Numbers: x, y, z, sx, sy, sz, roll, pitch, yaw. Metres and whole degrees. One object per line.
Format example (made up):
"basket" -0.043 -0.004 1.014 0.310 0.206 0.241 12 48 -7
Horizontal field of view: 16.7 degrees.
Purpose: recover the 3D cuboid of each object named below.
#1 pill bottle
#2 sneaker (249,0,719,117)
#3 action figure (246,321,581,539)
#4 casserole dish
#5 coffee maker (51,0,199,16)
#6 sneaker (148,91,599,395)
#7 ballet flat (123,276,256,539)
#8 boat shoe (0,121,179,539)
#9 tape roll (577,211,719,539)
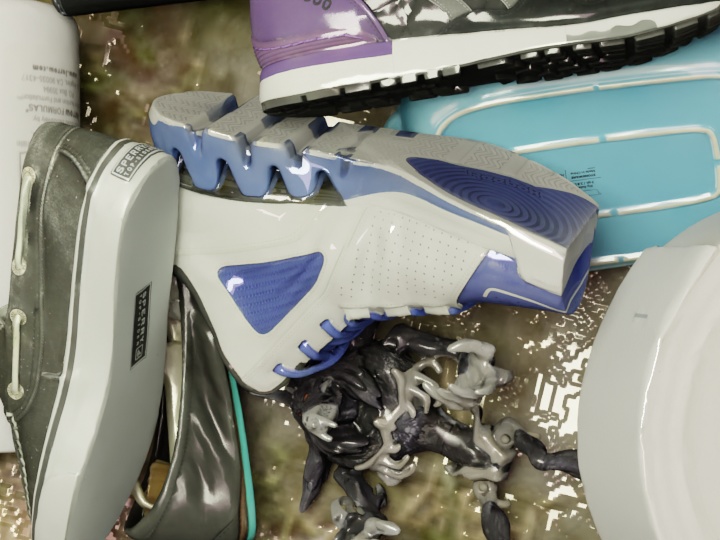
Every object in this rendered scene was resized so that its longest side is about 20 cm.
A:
"pill bottle" -0.183 -0.018 1.111 0.114 0.114 0.200 -1 87 9
"sneaker" 0.051 -0.121 1.003 0.200 0.076 0.088 -8 86 3
"action figure" 0.037 0.080 1.077 0.200 0.102 0.119 21 100 9
"casserole dish" 0.107 -0.050 1.074 0.200 0.039 0.121 -6 123 8
"coffee maker" -0.040 -0.163 1.090 0.200 0.135 0.192 -4 86 8
"sneaker" -0.001 0.000 1.042 0.199 0.081 0.115 16 113 18
"ballet flat" -0.084 0.031 1.110 0.068 0.068 0.200 -1 84 -15
"boat shoe" -0.123 0.032 1.045 0.064 0.071 0.200 19 113 18
"tape roll" 0.194 0.067 1.028 0.202 0.071 0.203 0 90 -16
